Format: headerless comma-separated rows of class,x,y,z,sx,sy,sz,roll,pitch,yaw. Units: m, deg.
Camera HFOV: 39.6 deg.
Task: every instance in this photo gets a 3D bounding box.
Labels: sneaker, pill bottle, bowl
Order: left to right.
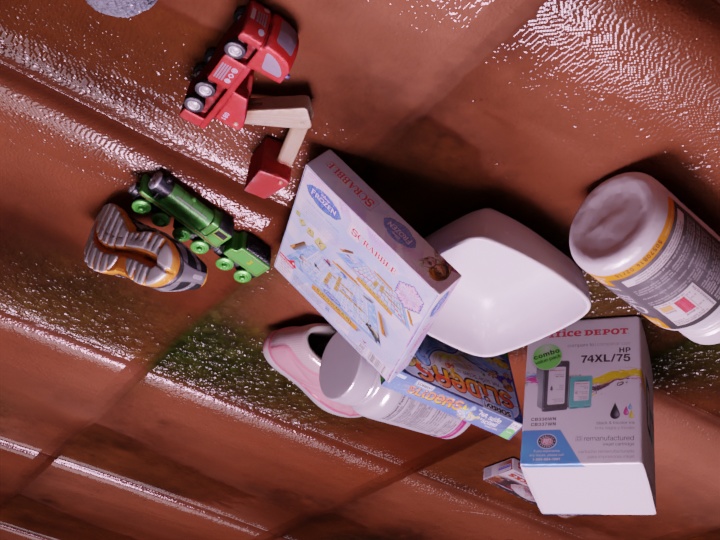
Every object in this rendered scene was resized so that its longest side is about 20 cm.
sneaker,-0.253,-0.018,1.157,0.077,0.079,0.199,21,-176,-46
sneaker,-0.031,0.138,1.378,0.200,0.076,0.104,37,143,-29
pill bottle,0.052,0.146,1.313,0.199,0.115,0.113,21,145,-31
bowl,0.144,0.009,1.150,0.199,0.075,0.199,30,141,-27
pill bottle,0.320,-0.007,1.046,0.199,0.117,0.116,33,140,-30

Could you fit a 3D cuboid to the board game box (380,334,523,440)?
board game box,0.110,0.121,1.263,0.199,0.136,0.035,25,125,-24

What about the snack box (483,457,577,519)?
snack box,0.302,0.368,1.679,0.199,0.025,0.072,29,140,-26

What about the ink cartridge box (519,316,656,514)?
ink cartridge box,0.289,0.183,1.255,0.145,0.202,0.147,-5,142,20

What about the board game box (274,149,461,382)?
board game box,0.000,0.000,1.104,0.200,0.041,0.200,45,147,13

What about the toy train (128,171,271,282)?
toy train,-0.184,-0.051,1.176,0.056,0.042,0.200,-29,131,30

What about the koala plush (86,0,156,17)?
koala plush,-0.112,-0.276,0.728,0.197,0.186,0.178,-3,147,-3

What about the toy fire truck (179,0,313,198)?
toy fire truck,-0.098,-0.161,0.982,0.140,0.049,0.200,25,142,-23
